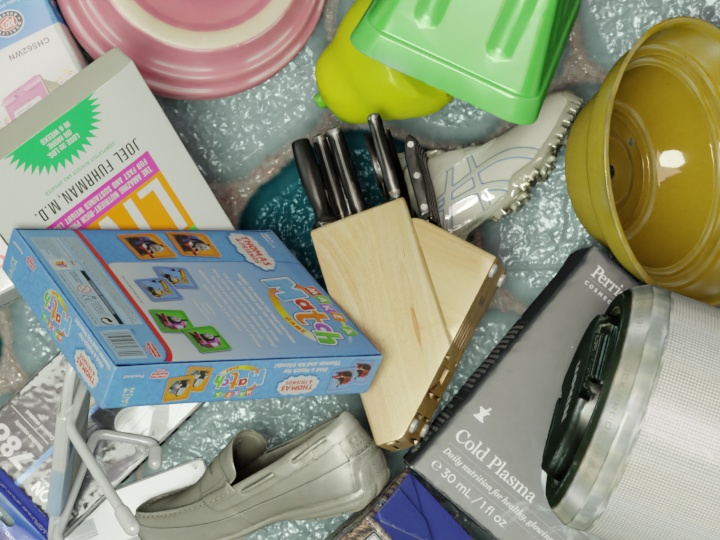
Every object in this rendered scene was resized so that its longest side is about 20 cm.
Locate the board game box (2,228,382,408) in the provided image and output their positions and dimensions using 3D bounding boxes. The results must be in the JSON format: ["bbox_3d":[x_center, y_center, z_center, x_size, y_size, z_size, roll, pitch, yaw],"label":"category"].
[{"bbox_3d":[-0.107,0.026,1.288,0.200,0.151,0.037,-1,124,-37],"label":"board game box"}]

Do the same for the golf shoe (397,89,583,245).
[{"bbox_3d":[0.072,-0.065,1.429,0.097,0.078,0.200,41,87,7],"label":"golf shoe"}]

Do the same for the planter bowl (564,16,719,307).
[{"bbox_3d":[0.201,-0.071,1.403,0.200,0.083,0.201,4,85,-44],"label":"planter bowl"}]

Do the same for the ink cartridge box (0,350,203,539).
[{"bbox_3d":[-0.200,0.113,1.433,0.099,0.039,0.200,45,87,2],"label":"ink cartridge box"}]

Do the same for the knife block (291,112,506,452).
[{"bbox_3d":[0.000,0.000,1.371,0.175,0.064,0.200,26,86,14],"label":"knife block"}]

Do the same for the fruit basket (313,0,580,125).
[{"bbox_3d":[0.062,-0.164,1.392,0.155,0.216,0.216,25,88,1],"label":"fruit basket"}]

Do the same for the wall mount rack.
[{"bbox_3d":[-0.166,0.133,1.311,0.074,0.200,0.174,12,44,0],"label":"wall mount rack"}]

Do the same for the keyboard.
[{"bbox_3d":[-0.197,0.195,1.449,0.200,0.011,0.056,-21,83,-1],"label":"keyboard"}]

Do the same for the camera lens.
[{"bbox_3d":[0.224,0.109,1.258,0.200,0.160,0.160,20,88,-1],"label":"camera lens"}]

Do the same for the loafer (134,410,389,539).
[{"bbox_3d":[-0.074,0.142,1.384,0.200,0.070,0.070,-18,103,25],"label":"loafer"}]

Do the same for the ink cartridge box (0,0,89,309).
[{"bbox_3d":[-0.244,-0.090,1.420,0.144,0.085,0.200,-28,89,-2],"label":"ink cartridge box"}]

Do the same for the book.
[{"bbox_3d":[-0.166,-0.035,1.343,0.134,0.048,0.200,-38,132,-8],"label":"book"}]

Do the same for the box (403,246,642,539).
[{"bbox_3d":[0.167,0.122,1.398,0.200,0.124,0.197,40,86,1],"label":"box"}]

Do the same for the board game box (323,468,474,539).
[{"bbox_3d":[0.005,0.265,1.368,0.200,0.097,0.159,-42,89,22],"label":"board game box"}]

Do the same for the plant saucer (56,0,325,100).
[{"bbox_3d":[-0.117,-0.222,1.420,0.200,0.051,0.201,2,81,-13],"label":"plant saucer"}]
